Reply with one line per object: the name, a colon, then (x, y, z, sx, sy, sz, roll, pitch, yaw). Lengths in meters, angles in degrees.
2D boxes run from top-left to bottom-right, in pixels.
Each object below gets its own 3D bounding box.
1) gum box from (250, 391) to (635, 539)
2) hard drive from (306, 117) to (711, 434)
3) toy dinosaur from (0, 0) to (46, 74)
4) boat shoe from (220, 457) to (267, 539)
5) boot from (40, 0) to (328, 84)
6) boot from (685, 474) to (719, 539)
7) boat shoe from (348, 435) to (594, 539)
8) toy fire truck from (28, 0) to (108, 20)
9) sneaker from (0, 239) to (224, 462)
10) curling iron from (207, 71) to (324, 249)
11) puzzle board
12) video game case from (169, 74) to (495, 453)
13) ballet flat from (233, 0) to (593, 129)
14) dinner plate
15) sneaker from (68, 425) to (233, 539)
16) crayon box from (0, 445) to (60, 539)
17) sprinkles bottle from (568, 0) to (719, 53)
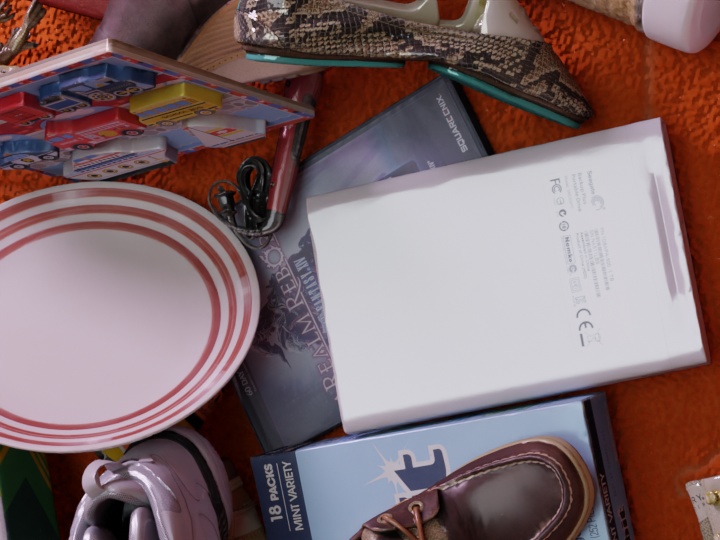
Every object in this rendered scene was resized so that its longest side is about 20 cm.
gum box: (0.051, 0.166, 1.251, 0.199, 0.045, 0.170, -12, 90, 24)
hard drive: (0.077, 0.005, 1.239, 0.199, 0.025, 0.132, -12, 81, 16)
toy dinosaur: (-0.237, -0.112, 1.360, 0.058, 0.200, 0.101, 34, 66, -12)
boat shoe: (-0.141, 0.188, 1.338, 0.200, 0.072, 0.076, -32, 87, 21)
boot: (-0.113, -0.177, 1.287, 0.199, 0.072, 0.167, -10, 99, 23)
boot: (0.188, 0.182, 1.166, 0.199, 0.072, 0.155, -20, 79, 5)
boat shoe: (0.030, 0.152, 1.195, 0.200, 0.072, 0.072, -30, 82, 23)
toy fire truck: (-0.140, -0.231, 1.333, 0.168, 0.112, 0.200, 42, 107, 1)
sneaker: (-0.158, 0.029, 1.357, 0.090, 0.070, 0.200, -37, 68, -3)
curling iron: (-0.041, -0.111, 1.306, 0.049, 0.026, 0.201, 15, 88, 23)
puzzle board: (-0.146, -0.080, 1.270, 0.200, 0.150, 0.017, -11, 71, 42)
video game case: (0.000, 0.000, 1.302, 0.200, 0.019, 0.143, -30, 76, 20)
ballet flat: (0.035, -0.130, 1.221, 0.199, 0.068, 0.076, 12, 97, -8)
dinner plate: (-0.155, 0.028, 1.292, 0.200, 0.200, 0.024, 24, 142, 24)
sneaker: (-0.101, 0.186, 1.235, 0.075, 0.115, 0.201, -17, 87, 19)
crayon box: (-0.243, 0.137, 1.359, 0.127, 0.051, 0.200, -39, 41, 20)
sprinkles bottle: (0.103, -0.181, 1.230, 0.200, 0.068, 0.068, 25, 99, 24)
